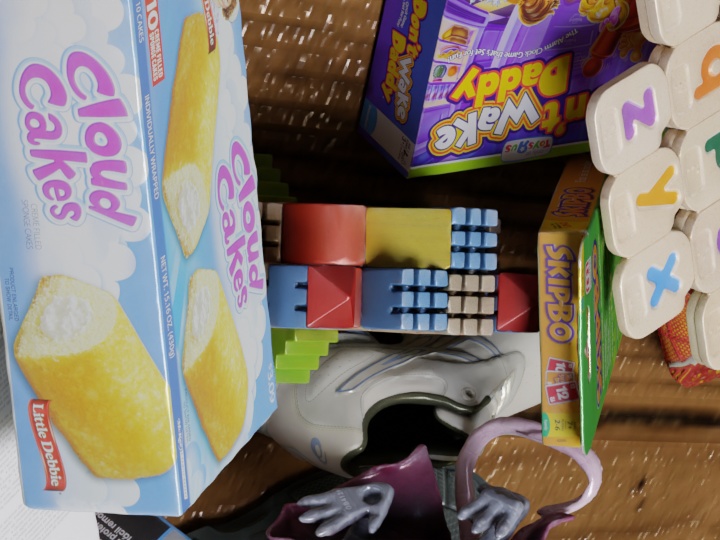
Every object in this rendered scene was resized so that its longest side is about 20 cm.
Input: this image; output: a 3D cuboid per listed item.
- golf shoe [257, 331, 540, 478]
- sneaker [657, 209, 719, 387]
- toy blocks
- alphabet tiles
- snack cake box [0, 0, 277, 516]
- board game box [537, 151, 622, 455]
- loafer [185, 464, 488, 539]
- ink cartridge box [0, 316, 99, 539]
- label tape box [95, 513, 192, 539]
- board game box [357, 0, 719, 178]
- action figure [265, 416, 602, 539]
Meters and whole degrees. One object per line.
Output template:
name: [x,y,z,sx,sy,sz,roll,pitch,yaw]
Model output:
golf shoe: [0.042,0.062,1.398,0.200,0.097,0.078,-10,126,-33]
sneaker: [0.169,-0.005,1.464,0.073,0.077,0.200,-28,152,-8]
toy blocks: [0.000,0.000,1.265,0.200,0.137,0.100,3,89,-41]
alphabet tiles: [0.168,-0.061,1.337,0.195,0.015,0.200,-32,122,-36]
snack cake box: [-0.086,-0.022,1.124,0.115,0.067,0.201,-46,134,-64]
board game box: [0.099,0.007,1.331,0.030,0.200,0.096,0,106,7]
loafer: [-0.029,0.145,1.441,0.200,0.072,0.063,-15,150,-19]
ink cartridge box: [-0.162,0.081,1.177,0.109,0.050,0.200,-46,147,-35]
label tape box: [-0.124,0.202,1.264,0.200,0.143,0.066,-44,149,-18]
board game box: [0.104,-0.121,1.339,0.200,0.045,0.135,-10,127,-31]
action figure: [0.021,0.169,1.349,0.149,0.134,0.200,-40,140,-37]
